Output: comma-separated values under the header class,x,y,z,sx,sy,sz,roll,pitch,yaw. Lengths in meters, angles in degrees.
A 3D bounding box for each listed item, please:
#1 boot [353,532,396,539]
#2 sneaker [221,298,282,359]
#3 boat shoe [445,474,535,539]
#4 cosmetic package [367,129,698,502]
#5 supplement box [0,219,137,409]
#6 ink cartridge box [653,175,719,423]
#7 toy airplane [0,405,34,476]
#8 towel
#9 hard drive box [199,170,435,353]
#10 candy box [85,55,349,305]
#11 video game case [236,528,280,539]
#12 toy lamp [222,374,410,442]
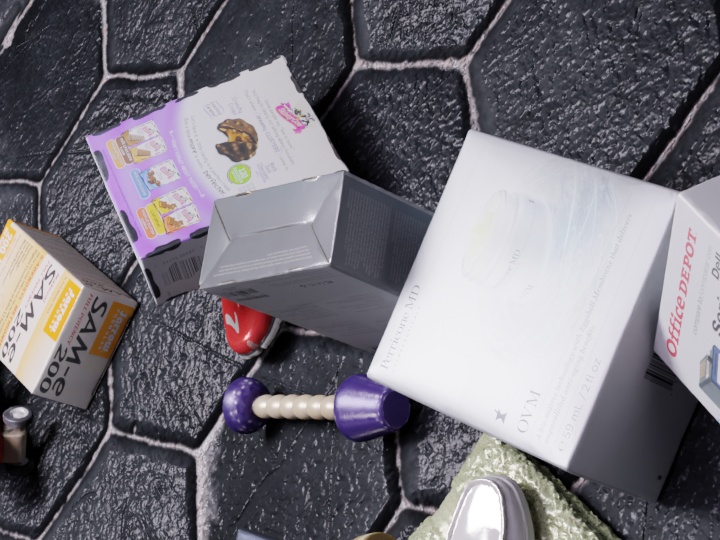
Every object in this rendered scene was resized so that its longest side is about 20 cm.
class,x,y,z,sx,sy,sz,roll,pitch,yaw
boot,-0.024,0.301,1.300,0.155,0.073,0.201,-6,89,49
sneaker,-0.122,-0.009,1.557,0.077,0.085,0.201,-36,49,34
boat shoe,0.072,0.237,1.186,0.071,0.069,0.201,-9,65,45
cosmetic package,0.141,0.029,1.203,0.200,0.123,0.200,21,88,44
supplement box,-0.330,0.043,1.773,0.200,0.073,0.127,33,98,49
ink cartridge box,0.274,0.048,1.025,0.200,0.087,0.146,54,155,39
toy airplane,-0.439,0.151,1.784,0.199,0.140,0.201,-37,67,61
towel,0.113,0.219,1.231,0.149,0.036,0.200,-57,41,12
hard drive box,0.000,0.000,1.329,0.155,0.199,0.077,-9,66,45
candy box,-0.124,-0.084,1.516,0.199,0.072,0.168,-23,51,-7
video game case,-0.049,0.282,1.263,0.200,0.019,0.144,5,86,56
toy lamp,-0.037,0.115,1.430,0.199,0.058,0.059,-1,72,48
